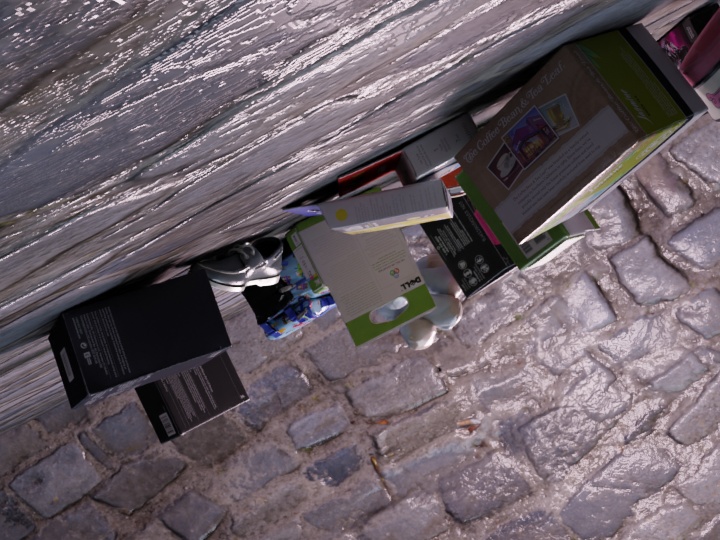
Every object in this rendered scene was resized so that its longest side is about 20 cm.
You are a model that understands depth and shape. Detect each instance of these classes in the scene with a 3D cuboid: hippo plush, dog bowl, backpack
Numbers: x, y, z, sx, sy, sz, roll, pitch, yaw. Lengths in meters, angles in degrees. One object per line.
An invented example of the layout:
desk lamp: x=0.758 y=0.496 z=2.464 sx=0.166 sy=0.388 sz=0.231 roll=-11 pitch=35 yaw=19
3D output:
hippo plush: x=0.063 y=0.009 z=1.856 sx=0.200 sy=0.161 sz=0.159 roll=30 pitch=-104 yaw=41
dog bowl: x=0.445 y=-0.271 z=1.344 sx=0.201 sy=0.074 sz=0.200 roll=-54 pitch=179 yaw=-1
backpack: x=-0.077 y=0.005 z=1.912 sx=0.200 sy=0.135 sz=0.182 roll=-30 pitch=178 yaw=27

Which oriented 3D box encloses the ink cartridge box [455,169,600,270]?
ink cartridge box: x=0.224 y=-0.086 z=1.522 sx=0.076 sy=0.148 sz=0.200 roll=-38 pitch=169 yaw=22

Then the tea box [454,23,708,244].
tea box: x=0.251 y=-0.157 z=1.336 sx=0.196 sy=0.134 sz=0.200 roll=-24 pitch=165 yaw=-47

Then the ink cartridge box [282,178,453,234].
ink cartridge box: x=0.016 y=-0.073 z=1.500 sx=0.199 sy=0.047 sz=0.198 roll=-12 pitch=179 yaw=7

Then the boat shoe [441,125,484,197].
boat shoe: x=0.181 y=-0.168 z=1.634 sx=0.199 sy=0.071 sz=0.063 roll=-29 pitch=172 yaw=4

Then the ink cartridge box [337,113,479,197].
ink cartridge box: x=0.059 y=-0.125 z=1.475 sx=0.176 sy=0.045 sz=0.200 roll=-28 pitch=178 yaw=-2

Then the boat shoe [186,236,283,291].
boat shoe: x=-0.163 y=-0.014 z=1.563 sx=0.200 sy=0.073 sz=0.062 roll=-7 pitch=119 yaw=-64

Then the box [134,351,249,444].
box: x=-0.283 y=0.146 z=1.823 sx=0.141 sy=0.201 sz=0.079 roll=-24 pitch=177 yaw=-38

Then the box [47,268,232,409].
box: x=-0.279 y=0.089 z=1.463 sx=0.181 sy=0.105 sz=0.200 roll=-17 pitch=175 yaw=-23

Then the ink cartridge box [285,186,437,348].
ink cartridge box: x=0.000 y=0.000 z=1.731 sx=0.147 sy=0.201 sz=0.076 roll=-25 pitch=178 yaw=-19

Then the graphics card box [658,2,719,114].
graphics card box: x=0.474 y=-0.284 z=1.638 sx=0.051 sy=0.126 sz=0.200 roll=-26 pitch=179 yaw=-4

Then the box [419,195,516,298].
box: x=0.176 y=-0.079 z=1.840 sx=0.132 sy=0.201 sz=0.115 roll=-34 pitch=175 yaw=21
